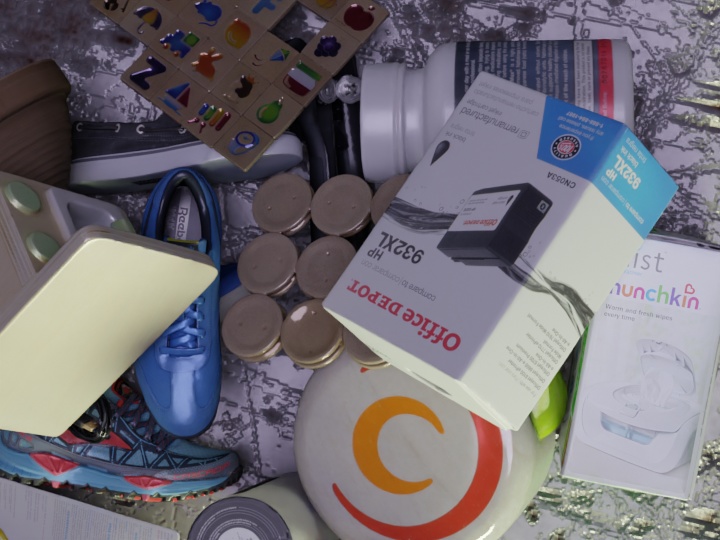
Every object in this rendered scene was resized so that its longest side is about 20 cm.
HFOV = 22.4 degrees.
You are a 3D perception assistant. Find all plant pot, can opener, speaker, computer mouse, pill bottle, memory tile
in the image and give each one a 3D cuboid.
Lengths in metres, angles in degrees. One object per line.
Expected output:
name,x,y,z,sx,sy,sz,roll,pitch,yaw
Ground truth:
plant pot,-0.285,-0.064,1.365,0.201,0.201,0.093,-37,92,6
can opener,-0.019,-0.084,1.412,0.063,0.079,0.201,-13,98,-20
speaker,-0.068,0.199,1.355,0.081,0.200,0.081,0,89,10
computer mouse,-0.264,0.090,1.401,0.200,0.034,0.059,15,86,39
pill bottle,0.103,-0.113,1.363,0.199,0.120,0.120,0,93,5
memory tile,0.000,0.000,1.323,0.199,0.017,0.154,2,68,24

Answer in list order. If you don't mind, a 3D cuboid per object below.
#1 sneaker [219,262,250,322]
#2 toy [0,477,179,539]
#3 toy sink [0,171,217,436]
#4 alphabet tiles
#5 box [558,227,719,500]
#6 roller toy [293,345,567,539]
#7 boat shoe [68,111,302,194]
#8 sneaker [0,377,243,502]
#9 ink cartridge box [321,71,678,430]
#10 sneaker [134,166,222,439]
sneaker,-0.177,0.001,1.416,0.199,0.077,0.112,-18,100,13
toy,-0.218,0.230,1.423,0.199,0.047,0.116,11,104,25
toy sink,-0.223,0.010,1.293,0.200,0.130,0.112,-44,56,24
alphabet tiles,-0.105,-0.188,1.390,0.200,0.008,0.167,37,77,22
box,0.206,0.059,1.321,0.096,0.200,0.177,9,94,5
roller toy,0.049,0.122,1.370,0.199,0.140,0.183,17,99,14
boat shoe,-0.140,-0.102,1.406,0.199,0.070,0.066,-7,79,24
sneaker,-0.189,0.128,1.424,0.199,0.079,0.096,7,91,5
ink cartridge box,0.092,-0.016,1.215,0.145,0.084,0.200,28,81,44
sneaker,-0.135,0.022,1.341,0.066,0.078,0.201,0,78,-5
